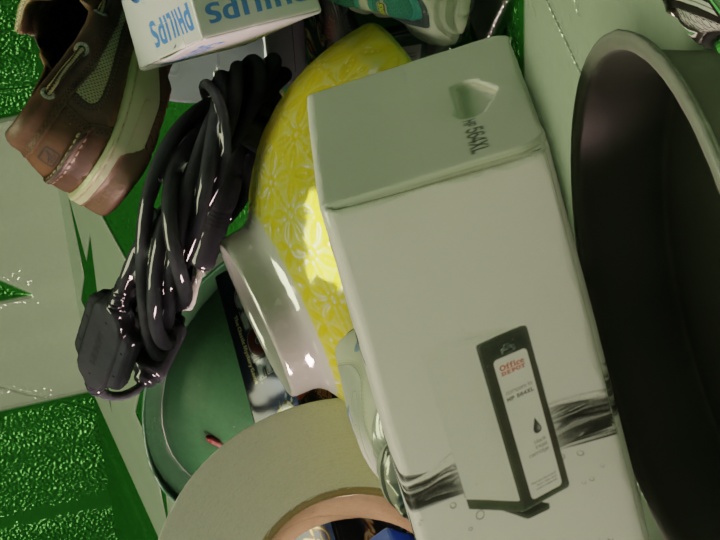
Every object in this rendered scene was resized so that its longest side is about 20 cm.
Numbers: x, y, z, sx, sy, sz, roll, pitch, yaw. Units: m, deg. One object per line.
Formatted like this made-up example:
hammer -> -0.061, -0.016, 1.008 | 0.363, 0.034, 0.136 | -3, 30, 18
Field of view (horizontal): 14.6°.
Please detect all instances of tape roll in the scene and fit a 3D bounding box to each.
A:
tape roll -> 0.001, 0.158, 1.313 | 0.037, 0.201, 0.204 | 95, 160, -65

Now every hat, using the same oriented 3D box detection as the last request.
hat -> 0.007, 0.095, 1.488 | 0.176, 0.166, 0.200 | 28, 174, 40

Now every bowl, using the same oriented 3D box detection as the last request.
bowl -> 0.000, 0.000, 1.282 | 0.201, 0.107, 0.200 | 63, 172, 15

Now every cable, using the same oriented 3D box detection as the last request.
cable -> -0.073, -0.028, 1.342 | 0.051, 0.163, 0.200 | 31, 147, 6

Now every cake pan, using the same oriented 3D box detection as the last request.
cake pan -> 0.122, 0.013, 0.977 | 0.200, 0.036, 0.202 | 168, 90, -79

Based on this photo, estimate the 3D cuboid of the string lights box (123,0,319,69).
string lights box -> -0.085, -0.197, 1.236 | 0.103, 0.059, 0.201 | -8, 97, 69

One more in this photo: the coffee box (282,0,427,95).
coffee box -> -0.005, -0.104, 1.470 | 0.200, 0.044, 0.124 | 95, 160, -57

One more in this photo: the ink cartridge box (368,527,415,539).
ink cartridge box -> 0.058, 0.174, 1.135 | 0.042, 0.199, 0.120 | -40, 52, 28

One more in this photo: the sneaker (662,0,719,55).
sneaker -> 0.104, -0.106, 0.844 | 0.200, 0.078, 0.086 | -123, 23, -60

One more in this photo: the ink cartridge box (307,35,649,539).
ink cartridge box -> 0.045, 0.033, 1.027 | 0.146, 0.084, 0.201 | -100, -6, -71

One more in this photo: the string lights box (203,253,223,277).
string lights box -> -0.039, 0.067, 1.664 | 0.201, 0.102, 0.059 | 93, 162, -51

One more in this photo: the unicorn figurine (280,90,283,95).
unicorn figurine -> -0.080, -0.150, 1.561 | 0.137, 0.073, 0.201 | 63, -162, -64

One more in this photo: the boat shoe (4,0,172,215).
boat shoe -> -0.124, -0.118, 1.336 | 0.075, 0.075, 0.203 | -50, 21, 35

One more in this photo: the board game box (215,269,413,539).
board game box -> 0.006, 0.094, 1.426 | 0.035, 0.135, 0.201 | -29, 67, 33

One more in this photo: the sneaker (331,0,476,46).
sneaker -> -0.005, -0.157, 1.291 | 0.200, 0.079, 0.078 | -144, 67, -69

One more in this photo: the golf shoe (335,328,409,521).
golf shoe -> 0.047, 0.091, 1.216 | 0.097, 0.078, 0.200 | 51, 173, 40

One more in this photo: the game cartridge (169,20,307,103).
game cartridge -> -0.101, -0.157, 1.464 | 0.199, 0.041, 0.134 | 16, 113, 46
